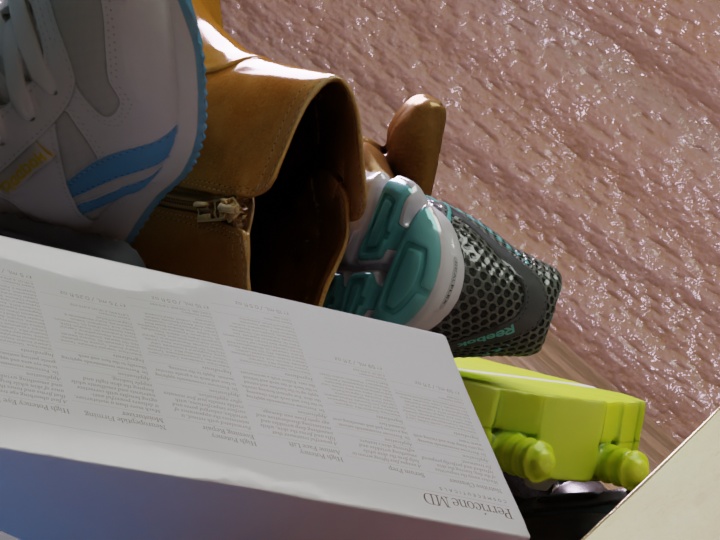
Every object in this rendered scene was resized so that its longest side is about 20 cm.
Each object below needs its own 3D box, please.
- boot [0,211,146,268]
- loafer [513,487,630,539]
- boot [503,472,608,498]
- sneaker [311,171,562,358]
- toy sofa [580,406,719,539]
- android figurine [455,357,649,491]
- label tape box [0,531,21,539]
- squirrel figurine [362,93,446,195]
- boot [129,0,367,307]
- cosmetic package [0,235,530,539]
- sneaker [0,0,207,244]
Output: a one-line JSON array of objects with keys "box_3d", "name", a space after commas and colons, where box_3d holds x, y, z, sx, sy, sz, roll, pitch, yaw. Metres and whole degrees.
[{"box_3d": [-0.092, 0.068, 0.641, 0.165, 0.066, 0.200, 3, 44, -40], "name": "boot"}, {"box_3d": [0.082, 0.119, 0.881, 0.072, 0.063, 0.200, 50, -28, -15], "name": "loafer"}, {"box_3d": [0.109, 0.117, 0.943, 0.069, 0.200, 0.174, 6, 29, -31], "name": "boot"}, {"box_3d": [0.000, 0.000, 0.827, 0.091, 0.078, 0.200, 16, 3, -31], "name": "sneaker"}, {"box_3d": [0.106, 0.113, 0.719, 0.083, 0.098, 0.200, 44, 52, 13], "name": "toy sofa"}, {"box_3d": [0.026, 0.053, 0.850, 0.182, 0.041, 0.200, 9, 3, -38], "name": "android figurine"}, {"box_3d": [-0.070, 0.103, 0.472, 0.144, 0.063, 0.200, 33, 8, -46], "name": "label tape box"}, {"box_3d": [-0.072, -0.005, 1.025, 0.187, 0.142, 0.200, 11, -29, -18], "name": "squirrel figurine"}, {"box_3d": [-0.049, -0.066, 0.787, 0.071, 0.201, 0.144, 8, -7, -36], "name": "boot"}, {"box_3d": [-0.057, 0.044, 0.594, 0.200, 0.051, 0.083, 14, 35, -32], "name": "cosmetic package"}, {"box_3d": [-0.104, -0.052, 0.703, 0.081, 0.200, 0.077, -7, 65, -24], "name": "sneaker"}]
